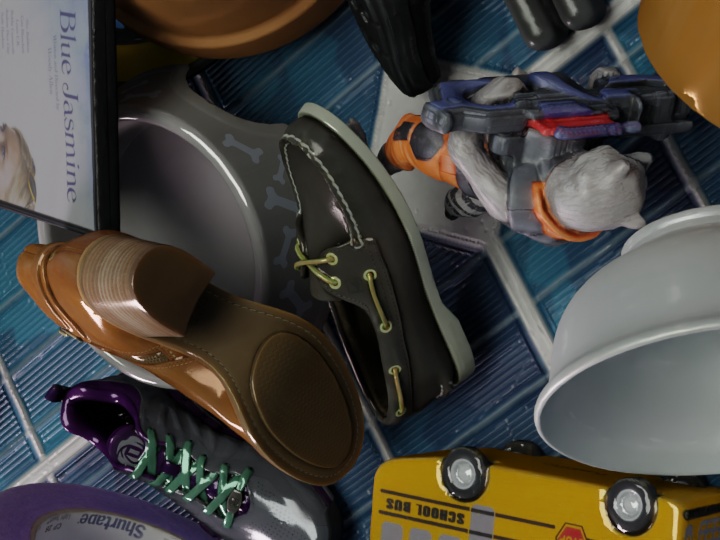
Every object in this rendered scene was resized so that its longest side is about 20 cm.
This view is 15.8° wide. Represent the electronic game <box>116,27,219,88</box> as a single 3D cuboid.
[{"bbox_3d":[-0.144,-0.209,1.579,0.199,0.042,0.201,1,95,15],"label":"electronic game"}]

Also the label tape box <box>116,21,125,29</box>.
[{"bbox_3d":[-0.241,-0.139,1.663,0.199,0.066,0.144,10,97,12],"label":"label tape box"}]

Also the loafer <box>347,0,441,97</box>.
[{"bbox_3d":[0.021,-0.185,1.436,0.068,0.070,0.201,-124,14,-50],"label":"loafer"}]

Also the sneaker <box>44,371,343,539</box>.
[{"bbox_3d":[-0.104,0.125,1.558,0.200,0.087,0.075,30,108,33],"label":"sneaker"}]

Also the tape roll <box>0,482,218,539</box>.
[{"bbox_3d":[-0.143,0.210,1.519,0.200,0.200,0.085,33,108,32],"label":"tape roll"}]

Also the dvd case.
[{"bbox_3d":[-0.197,-0.102,1.538,0.200,0.018,0.143,16,109,55],"label":"dvd case"}]

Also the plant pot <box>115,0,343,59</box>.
[{"bbox_3d":[-0.095,-0.225,1.476,0.199,0.140,0.201,0,91,12],"label":"plant pot"}]

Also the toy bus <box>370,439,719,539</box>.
[{"bbox_3d":[0.103,0.139,1.419,0.200,0.065,0.079,8,95,36],"label":"toy bus"}]

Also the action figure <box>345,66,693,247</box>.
[{"bbox_3d":[0.105,-0.059,1.370,0.193,0.199,0.105,-149,58,-63],"label":"action figure"}]

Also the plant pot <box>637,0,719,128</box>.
[{"bbox_3d":[0.231,-0.163,1.259,0.200,0.200,0.183,52,134,24],"label":"plant pot"}]

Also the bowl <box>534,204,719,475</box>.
[{"bbox_3d":[0.182,0.028,1.296,0.201,0.201,0.091,-23,59,34],"label":"bowl"}]

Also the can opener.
[{"bbox_3d":[0.082,-0.222,1.448,0.053,0.067,0.200,-27,88,31],"label":"can opener"}]

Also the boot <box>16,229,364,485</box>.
[{"bbox_3d":[-0.098,0.044,1.479,0.074,0.200,0.155,-53,27,-20],"label":"boot"}]

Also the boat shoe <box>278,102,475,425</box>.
[{"bbox_3d":[0.000,0.000,1.425,0.072,0.061,0.201,28,152,53],"label":"boat shoe"}]

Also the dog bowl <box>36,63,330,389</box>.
[{"bbox_3d":[-0.110,-0.020,1.548,0.200,0.059,0.201,14,115,32],"label":"dog bowl"}]
